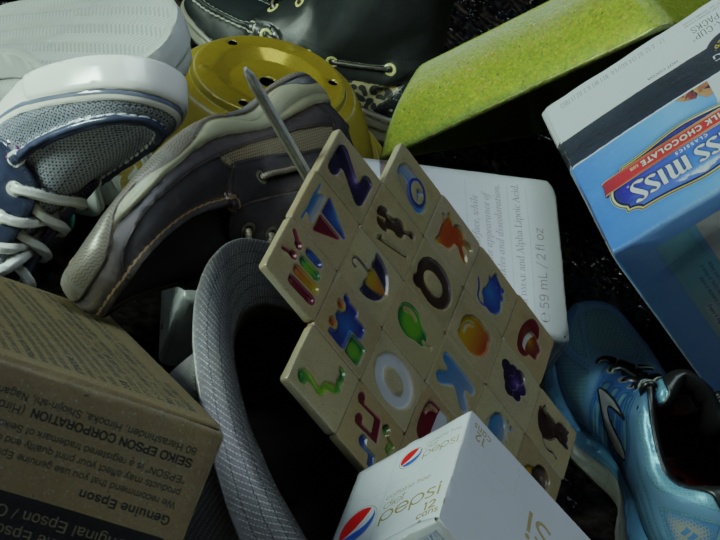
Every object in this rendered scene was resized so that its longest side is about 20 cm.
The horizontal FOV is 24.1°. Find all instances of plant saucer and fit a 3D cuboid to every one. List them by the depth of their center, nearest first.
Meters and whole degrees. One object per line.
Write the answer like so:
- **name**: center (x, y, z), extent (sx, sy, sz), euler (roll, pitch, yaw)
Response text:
- **plant saucer**: center (0.131, -0.130, 1.010), extent (0.200, 0.200, 0.048), euler (-14, 83, -56)

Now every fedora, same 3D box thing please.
- **fedora**: center (-0.039, 0.096, 0.718), extent (0.177, 0.090, 0.200), euler (13, 50, -62)

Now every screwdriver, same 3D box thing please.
- **screwdriver**: center (-0.005, -0.017, 0.763), extent (0.029, 0.200, 0.028), euler (-1, 46, 24)

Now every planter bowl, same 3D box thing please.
- **planter bowl**: center (-0.061, -0.081, 0.993), extent (0.200, 0.084, 0.201), euler (10, 35, -7)

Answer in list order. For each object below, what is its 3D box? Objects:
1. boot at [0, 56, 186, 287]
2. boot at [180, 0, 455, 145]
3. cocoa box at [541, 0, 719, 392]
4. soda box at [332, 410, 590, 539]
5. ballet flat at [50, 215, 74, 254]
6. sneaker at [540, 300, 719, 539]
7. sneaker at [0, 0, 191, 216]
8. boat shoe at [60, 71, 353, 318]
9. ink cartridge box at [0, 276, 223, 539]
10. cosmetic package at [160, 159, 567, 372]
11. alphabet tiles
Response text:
- **boot**: center (-0.155, -0.028, 0.791), extent (0.073, 0.200, 0.091), euler (18, 63, -41)
- **boot**: center (-0.020, -0.185, 1.085), extent (0.203, 0.154, 0.073), euler (30, 36, 21)
- **cocoa box**: center (0.211, -0.021, 0.889), extent (0.200, 0.133, 0.131), euler (48, 17, -37)
- **soda box**: center (0.077, 0.154, 0.659), extent (0.200, 0.064, 0.068), euler (48, 32, -16)
- **ballet flat**: center (-0.243, -0.067, 0.925), extent (0.200, 0.068, 0.068), euler (36, 53, 27)
- **sneaker**: center (0.155, 0.076, 0.853), extent (0.078, 0.090, 0.200), euler (0, 37, -20)
- **sneaker**: center (-0.131, -0.085, 0.889), extent (0.200, 0.116, 0.074), euler (9, 50, 50)
- **boat shoe**: center (-0.054, -0.028, 0.768), extent (0.073, 0.075, 0.200), euler (44, 41, 5)
- **ink cartridge box**: center (-0.161, 0.043, 0.635), extent (0.164, 0.075, 0.200), euler (20, 4, -22)
- **cosmetic package**: center (0.000, 0.000, 0.880), extent (0.199, 0.074, 0.102), euler (6, 57, -14)
- **alphabet tiles**: center (0.032, 0.039, 0.753), extent (0.200, 0.006, 0.167), euler (51, 38, -22)
